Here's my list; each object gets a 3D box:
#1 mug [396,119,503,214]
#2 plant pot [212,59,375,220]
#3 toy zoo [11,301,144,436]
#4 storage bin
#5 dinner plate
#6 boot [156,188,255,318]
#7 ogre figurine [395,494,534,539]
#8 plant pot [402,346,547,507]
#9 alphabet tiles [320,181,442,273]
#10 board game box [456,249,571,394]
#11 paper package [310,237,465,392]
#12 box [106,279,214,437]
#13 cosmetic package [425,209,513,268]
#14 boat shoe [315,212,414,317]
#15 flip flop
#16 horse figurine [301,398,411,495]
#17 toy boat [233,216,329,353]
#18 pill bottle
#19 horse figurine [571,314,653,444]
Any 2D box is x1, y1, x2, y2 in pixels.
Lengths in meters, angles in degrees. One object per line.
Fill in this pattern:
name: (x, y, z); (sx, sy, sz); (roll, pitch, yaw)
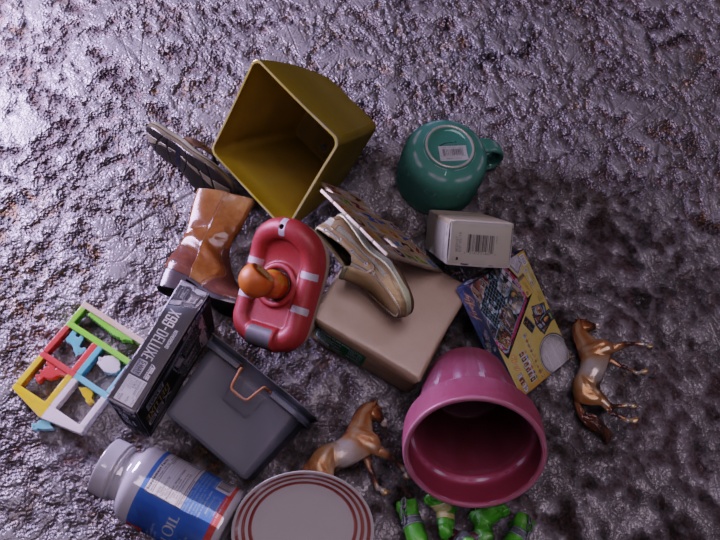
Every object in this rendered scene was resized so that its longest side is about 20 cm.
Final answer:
mug: (0.155, -0.200, 1.381); (0.152, 0.114, 0.185); (36, 67, 9)
plant pot: (-0.094, -0.223, 1.313); (0.200, 0.200, 0.176); (46, 37, 14)
toy zoo: (-0.435, 0.160, 1.196); (0.131, 0.020, 0.200); (31, 66, 7)
storage bin: (-0.182, 0.209, 1.151); (0.200, 0.146, 0.134); (36, 77, 9)
dinner plate: (-0.081, 0.364, 1.094); (0.199, 0.024, 0.201); (-2, 109, -4)
boot: (-0.216, -0.029, 1.292); (0.188, 0.069, 0.201); (14, 64, 11)
ogre figurine: (0.153, 0.397, 1.131); (0.199, 0.098, 0.120); (20, 46, -15)
plant pot: (0.161, 0.214, 1.147); (0.199, 0.201, 0.179); (11, 27, -2)
alphabet tiles: (0.025, -0.071, 1.219); (0.200, 0.167, 0.008); (46, 108, 31)
board game box: (0.249, 0.085, 1.252); (0.135, 0.035, 0.201); (-29, 98, -31)
paper package: (0.046, 0.068, 1.255); (0.200, 0.104, 0.191); (30, 66, 6)
box: (-0.289, 0.134, 1.153); (0.050, 0.158, 0.200); (25, 65, 5)
cosmetic package: (0.173, -0.054, 1.269); (0.103, 0.200, 0.073); (4, 99, -6)
boat shoe: (0.000, 0.000, 1.182); (0.076, 0.072, 0.200); (-23, 59, -30)
flip flop: (-0.288, -0.197, 1.352); (0.200, 0.081, 0.058); (38, 52, 15)
horse figurine: (-0.020, 0.293, 1.167); (0.200, 0.050, 0.133); (-28, 81, -22)
toy boat: (-0.132, 0.018, 1.151); (0.130, 0.131, 0.201); (14, 87, 25)
pill bottle: (-0.274, 0.319, 1.097); (0.199, 0.112, 0.112); (25, 65, 5)
horse figurine: (0.397, 0.176, 1.277); (0.132, 0.050, 0.201); (15, 71, 13)
